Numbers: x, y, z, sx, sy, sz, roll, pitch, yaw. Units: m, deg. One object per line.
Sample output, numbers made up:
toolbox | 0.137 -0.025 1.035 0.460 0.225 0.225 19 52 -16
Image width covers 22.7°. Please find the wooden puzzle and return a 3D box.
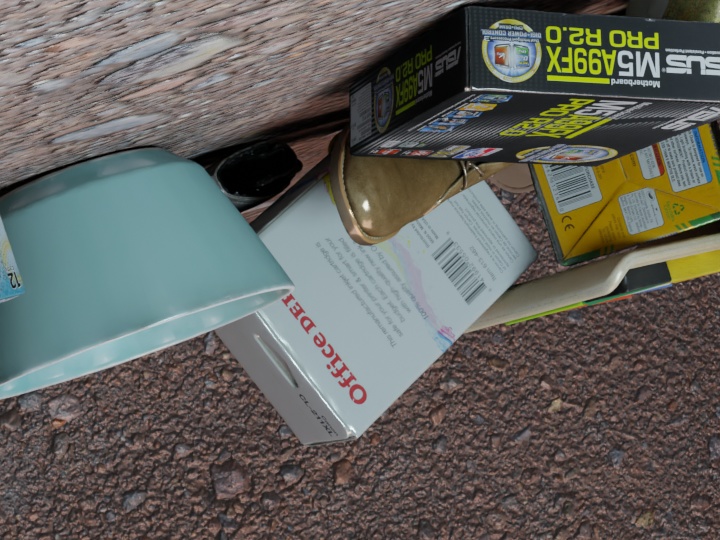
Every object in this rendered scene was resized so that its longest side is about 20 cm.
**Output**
wooden puzzle | 0.189 0.003 1.258 0.199 0.037 0.185 -17 179 -35

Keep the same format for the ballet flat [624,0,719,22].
ballet flat | 0.184 -0.137 1.049 0.070 0.071 0.200 -18 170 5

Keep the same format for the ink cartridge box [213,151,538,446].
ink cartridge box | 0.000 0.000 1.215 0.200 0.146 0.083 -42 -169 -27

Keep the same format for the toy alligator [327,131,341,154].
toy alligator | 0.045 -0.098 1.336 0.199 0.059 0.054 -18 139 -22

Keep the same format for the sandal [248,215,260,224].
sandal | -0.051 -0.023 1.282 0.202 0.050 0.082 -19 -160 -34

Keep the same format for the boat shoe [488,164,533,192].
boat shoe | 0.174 -0.133 1.437 0.200 0.074 0.061 -41 -156 47

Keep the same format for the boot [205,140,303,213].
boot | -0.113 -0.041 1.268 0.174 0.069 0.200 -27 -177 25

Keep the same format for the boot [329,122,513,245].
boot | 0.044 -0.070 1.109 0.075 0.074 0.200 -12 -168 29

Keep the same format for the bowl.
bowl | -0.148 -0.004 1.047 0.200 0.106 0.201 -19 176 -1

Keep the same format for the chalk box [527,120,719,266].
chalk box | 0.194 -0.083 1.264 0.123 0.125 0.200 -17 180 15

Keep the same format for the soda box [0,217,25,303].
soda box | -0.227 -0.001 0.804 0.063 0.069 0.200 -18 -179 16

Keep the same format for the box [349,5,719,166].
box | 0.096 -0.095 0.977 0.159 0.045 0.200 2 174 -18
